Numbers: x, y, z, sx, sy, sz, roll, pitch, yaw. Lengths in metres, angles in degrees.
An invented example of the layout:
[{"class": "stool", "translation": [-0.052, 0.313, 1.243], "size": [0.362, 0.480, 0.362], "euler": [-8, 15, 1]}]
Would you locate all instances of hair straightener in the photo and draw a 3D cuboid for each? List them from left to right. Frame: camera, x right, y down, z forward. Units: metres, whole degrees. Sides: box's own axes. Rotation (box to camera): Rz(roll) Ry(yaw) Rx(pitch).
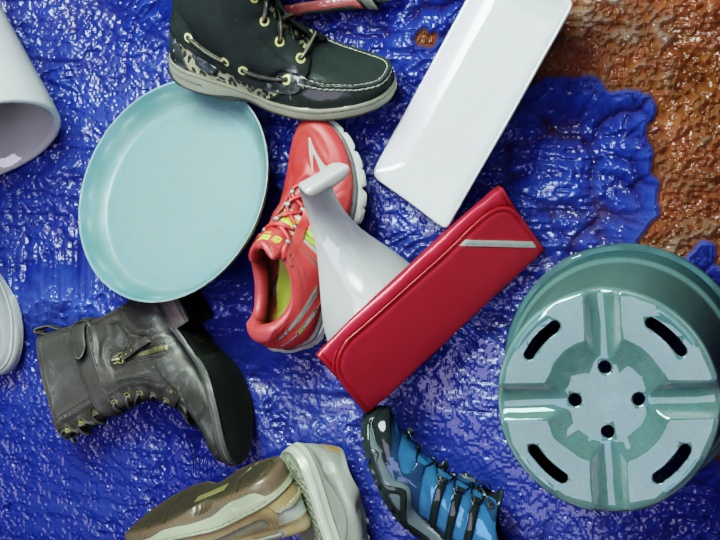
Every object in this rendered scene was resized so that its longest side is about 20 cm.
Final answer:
[{"class": "hair straightener", "translation": [-0.051, -0.254, 0.998], "size": [0.198, 0.041, 0.078], "euler": [-2, 91, 22]}]

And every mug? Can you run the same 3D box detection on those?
[{"class": "mug", "translation": [-0.374, -0.178, 1.036], "size": [0.149, 0.186, 0.155], "euler": [-30, 75, 30]}]

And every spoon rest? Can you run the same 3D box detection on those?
[{"class": "spoon rest", "translation": [0.000, 0.000, 0.952], "size": [0.099, 0.061, 0.202], "euler": [-30, 120, -12]}]

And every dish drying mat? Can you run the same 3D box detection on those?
[{"class": "dish drying mat", "translation": [0.058, 0.025, 0.943], "size": [0.200, 0.018, 0.077], "euler": [-43, 122, -5]}]

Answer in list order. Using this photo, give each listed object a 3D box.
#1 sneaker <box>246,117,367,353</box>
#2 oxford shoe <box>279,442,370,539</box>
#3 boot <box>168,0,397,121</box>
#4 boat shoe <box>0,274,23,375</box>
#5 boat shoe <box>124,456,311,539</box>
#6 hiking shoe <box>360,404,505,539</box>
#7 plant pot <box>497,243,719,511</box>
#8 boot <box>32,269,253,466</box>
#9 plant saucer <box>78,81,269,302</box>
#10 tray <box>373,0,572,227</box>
[{"class": "sneaker", "translation": [-0.052, -0.030, 0.976], "size": [0.076, 0.084, 0.203], "euler": [11, 95, 40]}, {"class": "oxford shoe", "translation": [-0.014, 0.240, 1.000], "size": [0.075, 0.057, 0.203], "euler": [-18, 87, 58]}, {"class": "boot", "translation": [-0.070, -0.208, 0.947], "size": [0.201, 0.074, 0.155], "euler": [11, 136, 13]}, {"class": "boat shoe", "translation": [-0.374, 0.003, 1.092], "size": [0.071, 0.068, 0.203], "euler": [-15, 88, 17]}, {"class": "boat shoe", "translation": [-0.124, 0.227, 1.011], "size": [0.199, 0.072, 0.077], "euler": [-24, 103, 39]}, {"class": "hiking shoe", "translation": [0.074, 0.190, 0.971], "size": [0.086, 0.074, 0.201], "euler": [-32, 93, 7]}, {"class": "plant pot", "translation": [0.188, 0.082, 0.861], "size": [0.198, 0.196, 0.203], "euler": [0, 91, 16]}, {"class": "boot", "translation": [-0.199, 0.110, 1.050], "size": [0.173, 0.069, 0.202], "euler": [-29, 73, 16]}, {"class": "plant saucer", "translation": [-0.160, -0.068, 1.020], "size": [0.198, 0.027, 0.203], "euler": [-8, 71, 25]}, {"class": "tray", "translation": [0.092, -0.141, 0.955], "size": [0.107, 0.022, 0.201], "euler": [39, 104, 42]}]
